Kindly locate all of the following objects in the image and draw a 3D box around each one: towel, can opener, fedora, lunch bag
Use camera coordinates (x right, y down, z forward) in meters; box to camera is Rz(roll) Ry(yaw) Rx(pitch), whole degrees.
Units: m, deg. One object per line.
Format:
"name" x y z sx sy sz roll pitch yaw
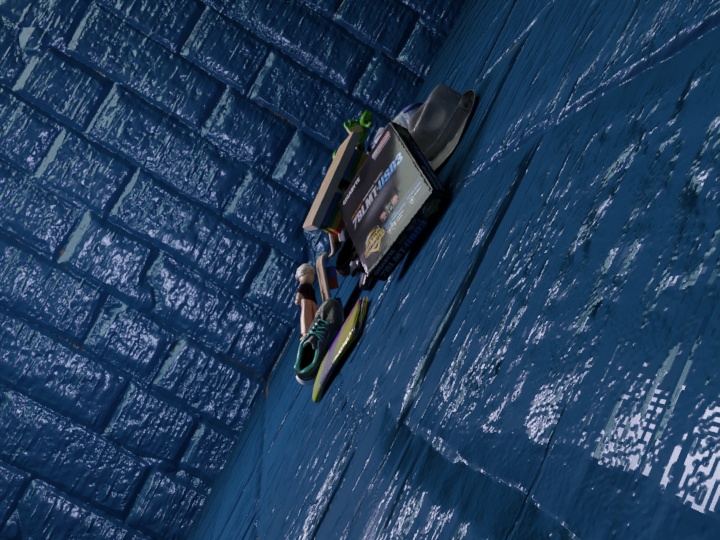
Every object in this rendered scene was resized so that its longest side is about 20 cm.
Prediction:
"towel" -0.041 0.158 1.178 0.202 0.022 0.144 -60 7 25
"can opener" 0.000 0.000 1.338 0.080 0.062 0.200 -62 6 -5
"fedora" 0.158 -0.311 1.211 0.203 0.089 0.176 -63 12 -25
"lunch bag" 0.115 -0.339 1.477 0.199 0.077 0.159 -37 -9 34

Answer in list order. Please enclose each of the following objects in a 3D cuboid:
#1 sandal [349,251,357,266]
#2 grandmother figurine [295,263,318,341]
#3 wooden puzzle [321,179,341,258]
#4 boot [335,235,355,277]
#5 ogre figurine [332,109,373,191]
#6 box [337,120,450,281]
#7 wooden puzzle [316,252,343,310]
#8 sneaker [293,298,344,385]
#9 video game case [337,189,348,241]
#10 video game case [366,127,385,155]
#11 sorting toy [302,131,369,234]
"sandal" 0.028 -0.071 1.475 0.202 0.047 0.076 -56 -1 36
"grandmother figurine" -0.131 0.081 1.479 0.122 0.059 0.205 65 -163 -69
"wooden puzzle" -0.067 -0.147 1.589 0.185 0.045 0.206 -67 -28 -81
"boot" -0.013 -0.072 1.601 0.204 0.068 0.174 -63 -4 -12
"ogre figurine" -0.020 -0.276 1.417 0.120 0.095 0.206 103 169 -69
"box" 0.049 -0.123 1.027 0.201 0.049 0.201 -52 43 30
"wooden puzzle" -0.077 0.060 1.479 0.185 0.045 0.206 168 96 -82
"sneaker" -0.093 0.155 1.293 0.091 0.076 0.205 62 -135 -72
"video game case" -0.047 -0.165 1.525 0.200 0.018 0.147 -66 -33 -75
"video game case" 0.059 -0.258 1.612 0.185 0.022 0.200 -64 -35 -16
"sorting toy" -0.043 -0.170 1.225 0.203 0.068 0.200 -65 10 -2
